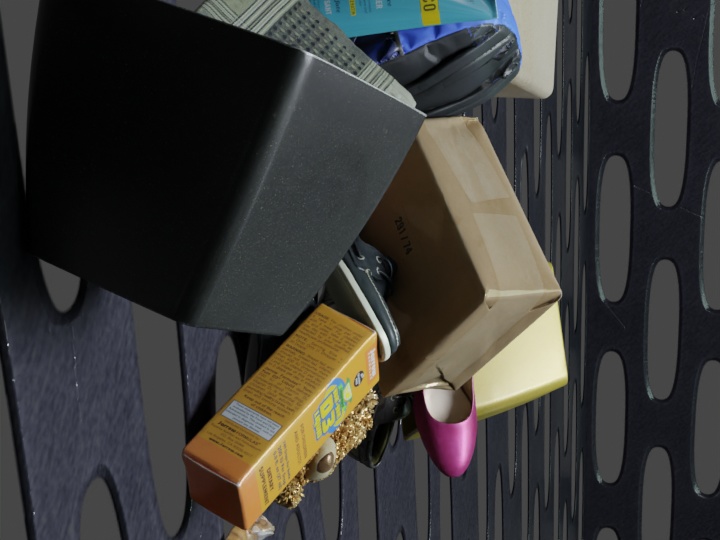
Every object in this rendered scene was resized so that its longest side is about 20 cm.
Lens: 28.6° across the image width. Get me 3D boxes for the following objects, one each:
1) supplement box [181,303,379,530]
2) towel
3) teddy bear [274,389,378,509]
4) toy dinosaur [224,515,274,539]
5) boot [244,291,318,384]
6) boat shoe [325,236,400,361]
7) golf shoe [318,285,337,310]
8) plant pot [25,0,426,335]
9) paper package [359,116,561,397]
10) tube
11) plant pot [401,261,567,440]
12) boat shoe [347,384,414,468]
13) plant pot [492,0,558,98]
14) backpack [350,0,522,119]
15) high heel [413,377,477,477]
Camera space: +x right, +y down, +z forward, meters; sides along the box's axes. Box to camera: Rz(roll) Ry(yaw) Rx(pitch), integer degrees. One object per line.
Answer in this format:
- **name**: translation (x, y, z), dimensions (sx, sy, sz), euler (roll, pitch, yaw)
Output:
- **supplement box**: translation (-0.063, 0.121, 1.200), dimensions (0.200, 0.068, 0.067), euler (-49, 149, -35)
- **towel**: translation (-0.056, -0.145, 1.127), dimensions (0.035, 0.192, 0.200), euler (-43, -172, 39)
- **teddy bear**: translation (-0.037, 0.168, 1.340), dimensions (0.144, 0.067, 0.200), euler (-37, 165, -10)
- **toy dinosaur**: translation (-0.121, 0.265, 1.202), dimensions (0.200, 0.060, 0.107), euler (-28, 97, -76)
- **boot**: translation (-0.087, 0.032, 1.230), dimensions (0.164, 0.065, 0.202), euler (-25, 133, -49)
- **boat shoe**: translation (0.000, 0.002, 1.304), dimensions (0.200, 0.065, 0.075), euler (-128, -155, -46)
- **golf shoe**: translation (-0.022, 0.036, 1.448), dimensions (0.200, 0.076, 0.089), euler (-32, 107, -75)
- **plant pot**: translation (-0.104, -0.066, 0.920), dimensions (0.199, 0.198, 0.179), euler (13, 99, -66)
- **paper package**: translation (0.069, -0.010, 1.348), dimensions (0.103, 0.191, 0.202), euler (-2, 58, -39)
- **tube**: translation (0.018, -0.234, 1.223), dimensions (0.050, 0.197, 0.079), euler (44, 39, -71)
- **plant pot**: translation (0.130, 0.077, 1.599), dimensions (0.200, 0.174, 0.203), euler (112, -29, -79)
- **boat shoe**: translation (0.027, 0.130, 1.489), dimensions (0.073, 0.064, 0.201), euler (-41, 160, -43)
- **plant pot**: translation (0.095, -0.300, 1.550), dimensions (0.176, 0.197, 0.203), euler (-1, 95, -62)
- **backpack**: translation (0.043, -0.226, 1.325), dimensions (0.162, 0.198, 0.170), euler (41, 31, -71)
- **high heel**: translation (0.092, 0.102, 1.428), dimensions (0.096, 0.066, 0.203), euler (105, -12, -70)
